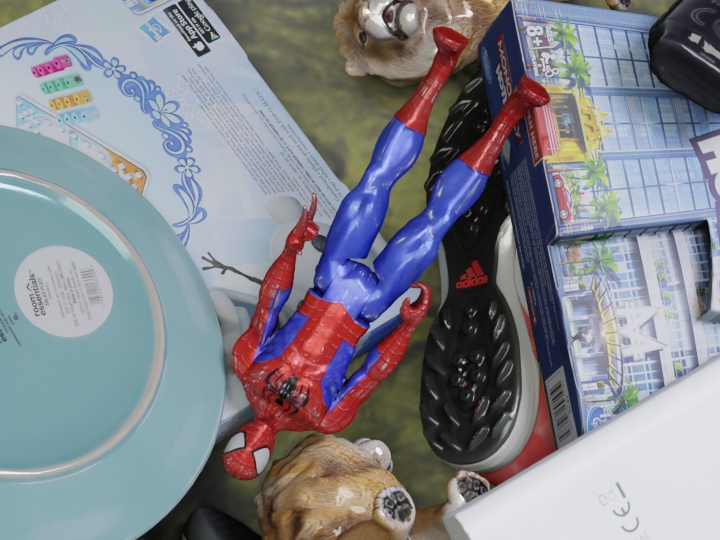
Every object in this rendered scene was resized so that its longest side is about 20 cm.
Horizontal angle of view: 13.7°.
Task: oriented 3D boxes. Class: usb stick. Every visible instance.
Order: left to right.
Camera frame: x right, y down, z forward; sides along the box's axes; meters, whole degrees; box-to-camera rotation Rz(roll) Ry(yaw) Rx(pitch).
[{"bbox_3d":[0.181,-0.126,1.248,0.055,0.033,0.200,36,44,9],"label":"usb stick"}]

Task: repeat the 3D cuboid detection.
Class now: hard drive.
[{"bbox_3d":[0.148,0.105,1.171,0.200,0.026,0.132,-29,90,-18],"label":"hard drive"}]

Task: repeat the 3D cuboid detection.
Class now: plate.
[{"bbox_3d":[-0.146,0.024,1.189,0.200,0.026,0.200,9,60,-17],"label":"plate"}]

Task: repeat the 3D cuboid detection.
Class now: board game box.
[{"bbox_3d":[-0.106,-0.016,1.270,0.199,0.043,0.200,-30,78,-35],"label":"board game box"},{"bbox_3d":[0.167,-0.020,1.246,0.200,0.062,0.200,-7,76,-14],"label":"board game box"}]

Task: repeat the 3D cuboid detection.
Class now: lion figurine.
[{"bbox_3d":[0.026,0.151,1.223,0.072,0.122,0.200,-16,75,-33],"label":"lion figurine"},{"bbox_3d":[0.062,-0.173,1.314,0.122,0.072,0.200,2,67,33],"label":"lion figurine"}]

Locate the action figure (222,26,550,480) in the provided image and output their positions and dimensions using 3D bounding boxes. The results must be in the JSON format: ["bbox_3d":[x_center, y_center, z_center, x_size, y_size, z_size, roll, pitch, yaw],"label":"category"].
[{"bbox_3d":[0.000,0.000,1.203,0.065,0.052,0.200,31,102,-1],"label":"action figure"}]

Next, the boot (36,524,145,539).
[{"bbox_3d":[-0.101,0.178,1.229,0.211,0.158,0.079,26,52,2],"label":"boot"}]

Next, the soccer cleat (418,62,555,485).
[{"bbox_3d":[0.071,-0.001,1.297,0.068,0.073,0.200,-11,63,36],"label":"soccer cleat"}]

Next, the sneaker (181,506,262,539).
[{"bbox_3d":[-0.043,0.206,1.275,0.108,0.067,0.201,-44,70,14],"label":"sneaker"}]
